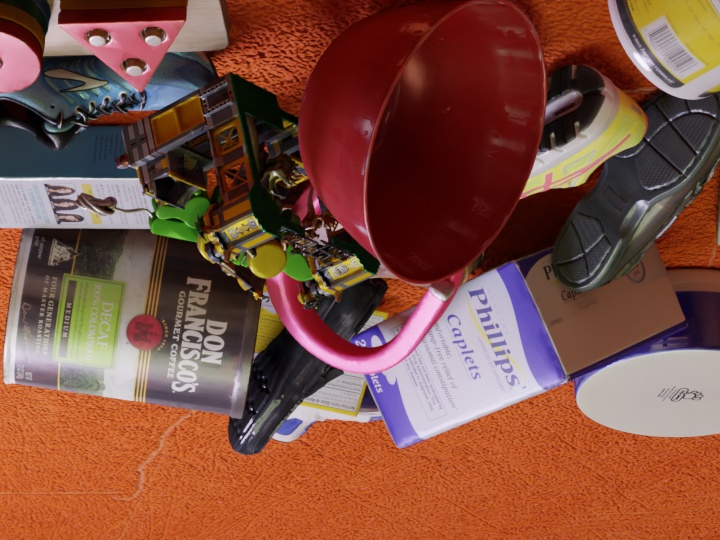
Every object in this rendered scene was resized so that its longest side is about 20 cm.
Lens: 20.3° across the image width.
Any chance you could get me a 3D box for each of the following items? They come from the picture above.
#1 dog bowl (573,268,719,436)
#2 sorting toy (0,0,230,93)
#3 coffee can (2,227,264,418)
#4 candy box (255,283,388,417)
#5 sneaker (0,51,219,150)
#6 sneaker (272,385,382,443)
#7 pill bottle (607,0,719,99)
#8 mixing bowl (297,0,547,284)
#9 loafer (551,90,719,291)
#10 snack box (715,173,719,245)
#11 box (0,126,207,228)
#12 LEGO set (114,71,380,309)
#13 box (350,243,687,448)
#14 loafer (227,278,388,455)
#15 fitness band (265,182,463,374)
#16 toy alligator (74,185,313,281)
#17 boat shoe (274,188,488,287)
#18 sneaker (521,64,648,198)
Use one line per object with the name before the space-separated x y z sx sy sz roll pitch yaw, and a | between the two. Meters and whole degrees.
dog bowl | 0.290 0.077 1.811 0.198 0.079 0.200 1 154 1
sorting toy | -0.196 -0.189 1.298 0.198 0.070 0.199 -2 147 5
coffee can | -0.185 0.036 1.661 0.198 0.147 0.147 8 153 -4
candy box | -0.080 0.061 1.784 0.199 0.103 0.026 14 -168 -22
sneaker | -0.197 -0.120 1.430 0.198 0.091 0.079 0 153 -1
sneaker | -0.047 0.113 1.912 0.198 0.081 0.115 -1 160 10
pill bottle | 0.257 -0.193 1.243 0.112 0.113 0.200 21 147 -34
mixing bowl | 0.029 -0.101 1.385 0.108 0.201 0.200 22 168 35
loafer | 0.220 -0.066 1.517 0.063 0.072 0.200 1 135 -47
snack box | 0.317 -0.076 1.566 0.071 0.024 0.200 -2 153 7
box | -0.222 -0.073 1.570 0.198 0.049 0.082 0 153 2
LEGO set | -0.085 -0.045 1.425 0.115 0.155 0.200 -25 165 25
box | 0.131 0.051 1.654 0.199 0.106 0.183 -27 175 43
loafer | -0.046 0.080 1.745 0.070 0.068 0.201 26 104 -28
fitness band | 0.000 0.000 1.566 0.143 0.037 0.200 38 136 4
toy alligator | -0.114 -0.043 1.521 0.199 0.059 0.055 19 107 -20
boat shoe | 0.013 -0.033 1.608 0.199 0.070 0.071 12 137 25
sneaker | 0.132 -0.084 1.507 0.090 0.079 0.199 14 155 -41
